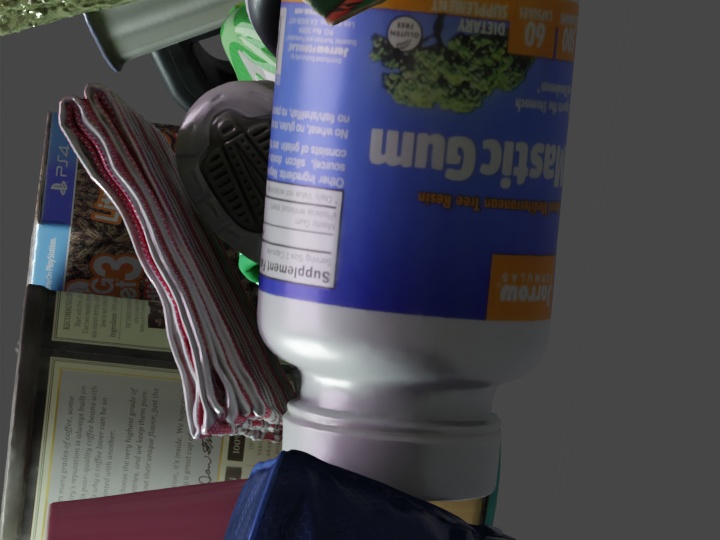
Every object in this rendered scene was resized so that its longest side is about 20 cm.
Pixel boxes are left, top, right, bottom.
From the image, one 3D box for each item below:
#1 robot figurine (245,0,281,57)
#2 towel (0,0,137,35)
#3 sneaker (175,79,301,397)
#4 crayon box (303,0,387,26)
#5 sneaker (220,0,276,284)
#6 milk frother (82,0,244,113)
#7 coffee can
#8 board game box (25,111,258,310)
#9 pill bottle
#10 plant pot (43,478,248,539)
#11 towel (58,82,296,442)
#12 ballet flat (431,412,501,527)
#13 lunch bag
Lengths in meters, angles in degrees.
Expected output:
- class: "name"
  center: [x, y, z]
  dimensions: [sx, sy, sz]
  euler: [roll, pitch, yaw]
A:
- class: "robot figurine"
  center: [0.015, -0.154, 1.209]
  dimensions: [0.125, 0.150, 0.200]
  euler: [47, -148, -41]
- class: "towel"
  center: [-0.125, -0.184, 1.351]
  dimensions: [0.036, 0.200, 0.148]
  euler: [63, -164, -59]
- class: "sneaker"
  center: [0.000, 0.000, 1.218]
  dimensions: [0.200, 0.078, 0.099]
  euler: [64, -161, -9]
- class: "crayon box"
  center: [0.011, -0.163, 1.036]
  dimensions: [0.051, 0.127, 0.200]
  euler: [68, 173, -29]
- class: "sneaker"
  center: [-0.020, -0.034, 1.294]
  dimensions: [0.200, 0.084, 0.074]
  euler: [67, 154, 9]
- class: "milk frother"
  center: [-0.043, -0.145, 1.390]
  dimensions: [0.200, 0.188, 0.181]
  euler: [-96, -14, -73]
- class: "coffee can"
  center: [-0.084, 0.090, 1.495]
  dimensions: [0.146, 0.200, 0.146]
  euler: [-174, 90, -84]
- class: "board game box"
  center: [-0.087, 0.011, 1.597]
  dimensions: [0.097, 0.200, 0.159]
  euler: [-91, 9, -49]
- class: "pill bottle"
  center: [0.020, -0.018, 1.066]
  dimensions: [0.112, 0.112, 0.200]
  euler: [-145, 59, -83]
- class: "plant pot"
  center: [-0.066, 0.181, 1.343]
  dimensions: [0.200, 0.179, 0.200]
  euler: [-175, 90, -84]
- class: "towel"
  center: [-0.072, 0.003, 1.159]
  dimensions: [0.146, 0.030, 0.200]
  euler: [64, -178, 6]
- class: "ballet flat"
  center: [0.018, 0.148, 1.144]
  dimensions: [0.069, 0.063, 0.200]
  euler: [130, 146, -78]
- class: "lunch bag"
  center: [0.007, 0.144, 0.959]
  dimensions: [0.200, 0.132, 0.136]
  euler: [143, 147, -83]
